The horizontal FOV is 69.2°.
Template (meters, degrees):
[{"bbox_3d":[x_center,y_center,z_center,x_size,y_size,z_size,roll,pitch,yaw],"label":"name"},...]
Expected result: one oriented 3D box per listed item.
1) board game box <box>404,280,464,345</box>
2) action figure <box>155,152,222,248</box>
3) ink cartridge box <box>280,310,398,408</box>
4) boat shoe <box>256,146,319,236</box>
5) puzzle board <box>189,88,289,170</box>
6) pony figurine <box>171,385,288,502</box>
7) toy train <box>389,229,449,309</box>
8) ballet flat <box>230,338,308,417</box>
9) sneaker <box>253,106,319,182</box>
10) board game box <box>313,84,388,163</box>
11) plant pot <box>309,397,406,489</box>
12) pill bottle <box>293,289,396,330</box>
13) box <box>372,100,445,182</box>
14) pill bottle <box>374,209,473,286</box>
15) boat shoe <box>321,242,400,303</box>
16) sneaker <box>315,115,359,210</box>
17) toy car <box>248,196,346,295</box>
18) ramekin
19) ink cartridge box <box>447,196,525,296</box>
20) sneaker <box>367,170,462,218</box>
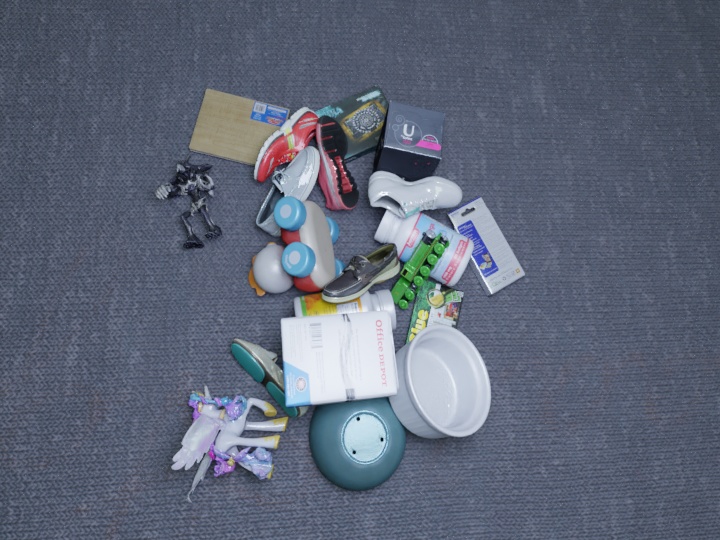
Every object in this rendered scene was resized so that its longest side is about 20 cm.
[{"bbox_3d":[0.151,0.129,1.103,0.102,0.024,0.206,15,74,-1],"label":"board game box"},{"bbox_3d":[-0.349,-0.157,1.077,0.116,0.102,0.206,-20,80,1],"label":"action figure"},{"bbox_3d":[-0.040,0.158,0.926,0.193,0.084,0.149,-3,74,-8],"label":"ink cartridge box"},{"bbox_3d":[-0.152,-0.169,1.081,0.070,0.071,0.205,34,98,40],"label":"boat shoe"},{"bbox_3d":[-0.268,-0.315,1.170,0.194,0.017,0.155,13,73,-4],"label":"puzzle board"},{"bbox_3d":[-0.247,0.310,0.958,0.194,0.170,0.196,14,42,1],"label":"pony figurine"},{"bbox_3d":[0.114,-0.002,1.055,0.056,0.202,0.042,35,38,9],"label":"toy train"},{"bbox_3d":[-0.173,0.203,1.034,0.200,0.068,0.062,47,47,3],"label":"ballet flat"},{"bbox_3d":[-0.151,-0.262,1.122,0.084,0.077,0.201,39,78,1],"label":"sneaker"},{"bbox_3d":[-0.014,-0.330,1.197,0.196,0.028,0.138,-25,80,-12],"label":"board game box"},{"bbox_3d":[0.001,0.310,0.980,0.193,0.135,0.207,2,75,-7],"label":"plant pot"},{"bbox_3d":[-0.032,0.095,1.043,0.193,0.111,0.115,-9,76,-9],"label":"pill bottle"},{"bbox_3d":[0.094,-0.241,1.098,0.118,0.201,0.109,10,71,-4],"label":"box"},{"bbox_3d":[0.131,-0.058,1.103,0.196,0.109,0.111,28,74,1],"label":"pill bottle"},{"bbox_3d":[0.000,0.000,1.022,0.072,0.067,0.198,20,36,39],"label":"boat shoe"},{"bbox_3d":[-0.070,-0.224,1.119,0.073,0.085,0.207,-15,93,-43],"label":"sneaker"},{"bbox_3d":[-0.155,-0.029,1.056,0.195,0.184,0.182,-18,75,19],"label":"toy car"},{"bbox_3d":[0.143,0.215,0.986,0.196,0.097,0.206,16,59,-27],"label":"ramekin"},{"bbox_3d":[0.274,-0.054,1.158,0.093,0.037,0.204,-25,82,-12],"label":"ink cartridge box"},{"bbox_3d":[0.110,-0.139,1.054,0.193,0.076,0.090,6,49,0],"label":"sneaker"}]
